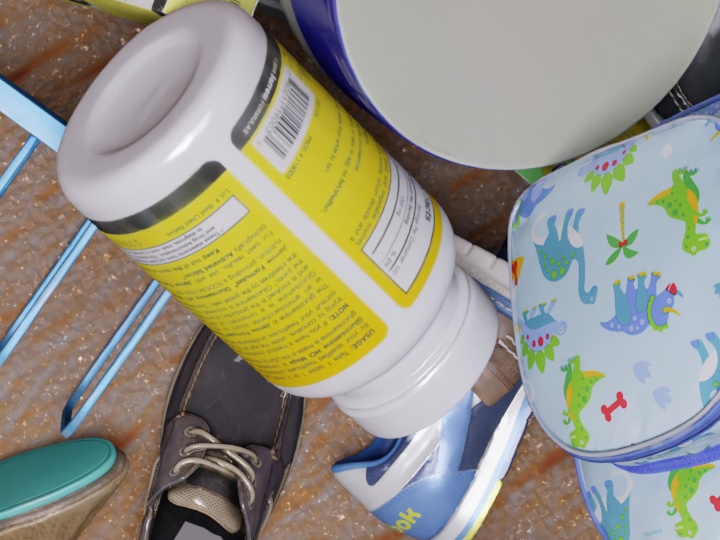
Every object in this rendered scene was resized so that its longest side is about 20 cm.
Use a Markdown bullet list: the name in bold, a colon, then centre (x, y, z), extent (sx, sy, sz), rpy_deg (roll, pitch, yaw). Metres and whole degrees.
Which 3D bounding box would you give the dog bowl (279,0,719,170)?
- **dog bowl**: centre (0.064, -0.150, 1.185), extent (0.199, 0.079, 0.202), rpy_deg (-9, 114, -20)

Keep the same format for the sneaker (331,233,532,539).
- **sneaker**: centre (0.053, 0.041, 1.338), extent (0.082, 0.074, 0.201), rpy_deg (24, 86, -5)

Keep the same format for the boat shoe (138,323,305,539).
- **boat shoe**: centre (-0.071, 0.111, 1.321), extent (0.074, 0.073, 0.202), rpy_deg (14, 89, -8)

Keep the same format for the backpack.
- **backpack**: centre (0.159, 0.031, 1.164), extent (0.146, 0.182, 0.202), rpy_deg (3, 72, -42)

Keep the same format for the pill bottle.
- **pill bottle**: centre (-0.031, -0.016, 1.171), extent (0.113, 0.112, 0.200), rpy_deg (-49, 120, -5)

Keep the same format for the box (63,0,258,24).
- **box**: centre (-0.116, -0.160, 1.252), extent (0.050, 0.199, 0.076), rpy_deg (24, 89, -39)

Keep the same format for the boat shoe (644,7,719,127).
- **boat shoe**: centre (0.175, -0.162, 1.299), extent (0.075, 0.060, 0.202), rpy_deg (11, 71, -18)

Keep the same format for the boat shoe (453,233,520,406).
- **boat shoe**: centre (0.000, 0.000, 1.295), extent (0.199, 0.072, 0.073), rpy_deg (27, 83, 28)

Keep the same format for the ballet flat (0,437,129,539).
- **ballet flat**: centre (-0.204, 0.144, 1.313), extent (0.199, 0.068, 0.073), rpy_deg (-18, 113, -7)

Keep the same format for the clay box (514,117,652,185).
- **clay box**: centre (0.139, -0.105, 1.331), extent (0.115, 0.048, 0.200), rpy_deg (41, 68, -6)

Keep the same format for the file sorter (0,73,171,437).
- **file sorter**: centre (-0.182, -0.027, 1.274), extent (0.199, 0.139, 0.123), rpy_deg (35, 90, -7)

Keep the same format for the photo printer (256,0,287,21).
- **photo printer**: centre (-0.006, -0.221, 1.327), extent (0.165, 0.069, 0.201), rpy_deg (19, 88, -7)
